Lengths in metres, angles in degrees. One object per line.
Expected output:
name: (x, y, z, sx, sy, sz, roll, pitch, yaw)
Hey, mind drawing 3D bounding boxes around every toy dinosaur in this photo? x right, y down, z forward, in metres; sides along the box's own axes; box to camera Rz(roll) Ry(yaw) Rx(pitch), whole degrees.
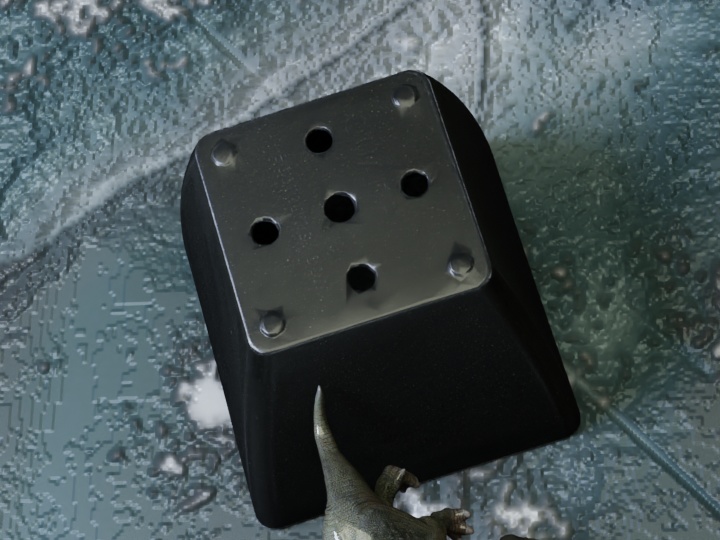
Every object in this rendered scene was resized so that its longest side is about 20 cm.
toy dinosaur: (0.019, 0.157, 1.132, 0.076, 0.102, 0.202, -10, 98, 30)

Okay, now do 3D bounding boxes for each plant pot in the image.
plant pot: (0.000, 0.000, 1.229, 0.198, 0.178, 0.201, -17, 65, 0)

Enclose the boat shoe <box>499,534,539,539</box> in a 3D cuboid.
boat shoe: (0.064, 0.237, 1.180, 0.060, 0.072, 0.202, 20, 64, 20)
